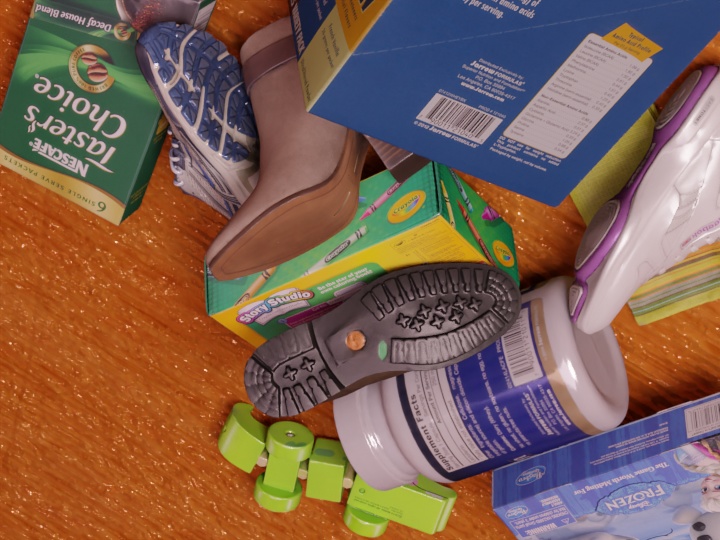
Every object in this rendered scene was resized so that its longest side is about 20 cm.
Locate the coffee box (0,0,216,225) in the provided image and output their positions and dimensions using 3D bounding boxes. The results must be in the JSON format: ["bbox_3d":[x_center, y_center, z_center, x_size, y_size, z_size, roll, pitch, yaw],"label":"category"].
[{"bbox_3d":[-0.194,-0.145,1.141,0.122,0.044,0.201,28,119,2],"label":"coffee box"}]

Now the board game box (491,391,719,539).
[{"bbox_3d":[0.231,0.190,1.136,0.199,0.044,0.199,-23,127,25],"label":"board game box"}]

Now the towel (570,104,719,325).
[{"bbox_3d":[0.190,-0.057,1.081,0.086,0.018,0.201,-25,105,25],"label":"towel"}]

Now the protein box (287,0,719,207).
[{"bbox_3d":[0.091,-0.176,0.931,0.197,0.136,0.200,18,131,-29],"label":"protein box"}]

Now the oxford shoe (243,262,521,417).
[{"bbox_3d":[0.016,0.043,1.078,0.199,0.084,0.073,-18,86,4],"label":"oxford shoe"}]

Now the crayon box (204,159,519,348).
[{"bbox_3d":[0.000,0.000,1.110,0.199,0.059,0.119,-23,143,24],"label":"crayon box"}]

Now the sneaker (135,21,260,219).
[{"bbox_3d":[-0.111,-0.089,1.109,0.085,0.077,0.200,-10,129,35],"label":"sneaker"}]

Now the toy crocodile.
[{"bbox_3d":[-0.020,0.161,1.231,0.199,0.062,0.068,15,118,4],"label":"toy crocodile"}]

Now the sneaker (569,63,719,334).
[{"bbox_3d":[0.216,-0.034,1.027,0.099,0.075,0.201,31,100,-9],"label":"sneaker"}]

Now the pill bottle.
[{"bbox_3d":[0.086,0.089,1.127,0.199,0.116,0.116,-22,107,25],"label":"pill bottle"}]

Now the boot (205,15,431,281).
[{"bbox_3d":[-0.045,-0.100,1.053,0.199,0.070,0.147,-29,65,-6],"label":"boot"}]
